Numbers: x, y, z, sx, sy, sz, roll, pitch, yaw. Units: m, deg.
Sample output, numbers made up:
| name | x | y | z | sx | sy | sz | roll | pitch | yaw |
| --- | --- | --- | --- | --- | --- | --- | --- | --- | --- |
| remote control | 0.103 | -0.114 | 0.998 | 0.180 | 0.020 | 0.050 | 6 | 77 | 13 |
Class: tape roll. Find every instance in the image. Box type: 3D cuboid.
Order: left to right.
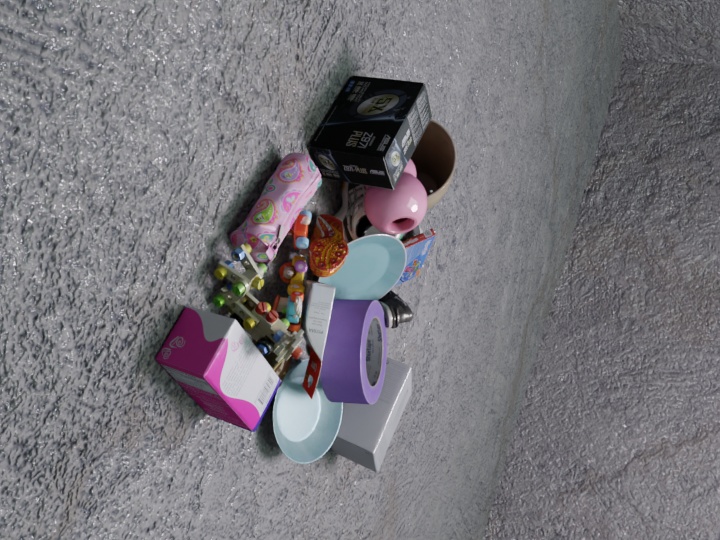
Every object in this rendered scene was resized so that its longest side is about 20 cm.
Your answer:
| name | x | y | z | sx | sy | sz | roll | pitch | yaw |
| --- | --- | --- | --- | --- | --- | --- | --- | --- | --- |
| tape roll | -0.011 | 0.158 | 1.551 | 0.200 | 0.084 | 0.203 | 2 | 90 | -74 |

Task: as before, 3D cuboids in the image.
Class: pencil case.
| name | x | y | z | sx | sy | sz | roll | pitch | yaw |
| --- | --- | --- | --- | --- | --- | --- | --- | --- | --- |
| pencil case | -0.137 | -0.103 | 1.332 | 0.201 | 0.086 | 0.088 | -62 | 150 | -31 |

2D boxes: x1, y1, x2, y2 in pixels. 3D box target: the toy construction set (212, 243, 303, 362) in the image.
| name | x | y | z | sx | sy | sz | roll | pitch | yaw |
| --- | --- | --- | --- | --- | --- | --- | --- | --- | --- |
| toy construction set | -0.158 | 0.066 | 1.272 | 0.092 | 0.201 | 0.131 | -26 | 162 | -44 |

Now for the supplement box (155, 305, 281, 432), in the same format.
| name | x | y | z | sx | sy | sz | roll | pitch | yaw |
| --- | --- | --- | --- | --- | --- | --- | --- | --- | --- |
| supplement box | -0.220 | 0.158 | 1.257 | 0.102 | 0.102 | 0.201 | -62 | 151 | -26 |

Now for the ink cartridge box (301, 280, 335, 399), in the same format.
| name | x | y | z | sx | sy | sz | roll | pitch | yaw |
| --- | --- | --- | --- | --- | --- | --- | --- | --- | --- |
| ink cartridge box | -0.095 | 0.121 | 1.452 | 0.160 | 0.047 | 0.203 | -175 | -83 | -80 |

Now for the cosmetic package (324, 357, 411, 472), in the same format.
| name | x | y | z | sx | sy | sz | roll | pitch | yaw |
| --- | --- | --- | --- | --- | --- | --- | --- | --- | --- |
| cosmetic package | 0.020 | 0.307 | 1.729 | 0.200 | 0.121 | 0.202 | 82 | 30 | -64 |

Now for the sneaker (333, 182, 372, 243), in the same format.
| name | x | y | z | sx | sy | sz | roll | pitch | yaw |
| --- | --- | --- | --- | --- | --- | --- | --- | --- | --- |
| sneaker | 0.004 | -0.131 | 1.600 | 0.076 | 0.087 | 0.203 | 31 | 71 | -61 |

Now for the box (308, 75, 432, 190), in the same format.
| name | x | y | z | sx | sy | sz | roll | pitch | yaw |
| --- | --- | --- | --- | --- | --- | --- | --- | --- | --- |
| box | 0.021 | -0.263 | 1.492 | 0.201 | 0.162 | 0.087 | -62 | 150 | -28 |

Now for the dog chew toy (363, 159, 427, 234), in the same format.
| name | x | y | z | sx | sy | sz | roll | pitch | yaw |
| --- | --- | --- | --- | --- | --- | --- | --- | --- | --- |
| dog chew toy | 0.058 | -0.174 | 1.540 | 0.125 | 0.123 | 0.202 | 44 | 31 | -60 |

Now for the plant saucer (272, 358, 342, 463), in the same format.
| name | x | y | z | sx | sy | sz | roll | pitch | yaw |
| --- | --- | --- | --- | --- | --- | --- | --- | --- | --- |
| plant saucer | -0.112 | 0.274 | 1.560 | 0.200 | 0.038 | 0.204 | 0 | 90 | -50 |

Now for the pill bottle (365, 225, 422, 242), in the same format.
| name | x | y | z | sx | sy | sz | roll | pitch | yaw |
| --- | --- | --- | --- | --- | --- | --- | --- | --- | --- |
| pill bottle | 0.067 | -0.080 | 1.714 | 0.200 | 0.112 | 0.115 | 22 | 81 | -68 |

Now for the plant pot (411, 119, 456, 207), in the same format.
| name | x | y | z | sx | sy | sz | roll | pitch | yaw |
| --- | --- | --- | --- | --- | --- | --- | --- | --- | --- |
| plant pot | 0.120 | -0.206 | 1.728 | 0.200 | 0.185 | 0.190 | 60 | 47 | -73 |

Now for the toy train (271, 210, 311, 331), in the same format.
| name | x | y | z | sx | sy | sz | roll | pitch | yaw |
| --- | --- | --- | --- | --- | --- | --- | --- | --- | --- |
| toy train | -0.123 | 0.002 | 1.395 | 0.151 | 0.055 | 0.203 | 100 | -5 | -61 |

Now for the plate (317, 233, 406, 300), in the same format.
| name | x | y | z | sx | sy | sz | roll | pitch | yaw |
| --- | --- | --- | --- | --- | --- | --- | --- | --- | --- |
| plate | 0.000 | 0.000 | 1.583 | 0.198 | 0.026 | 0.202 | -19 | 139 | -18 |

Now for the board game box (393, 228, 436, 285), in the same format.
| name | x | y | z | sx | sy | sz | roll | pitch | yaw |
| --- | --- | --- | --- | --- | --- | --- | --- | --- | --- |
| board game box | 0.097 | -0.019 | 1.708 | 0.102 | 0.020 | 0.201 | -23 | 160 | -17 |

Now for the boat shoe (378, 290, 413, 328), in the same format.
| name | x | y | z | sx | sy | sz | roll | pitch | yaw |
| --- | --- | --- | --- | --- | --- | --- | --- | --- | --- |
| boat shoe | 0.058 | 0.074 | 1.700 | 0.200 | 0.056 | 0.068 | -132 | -142 | -67 |

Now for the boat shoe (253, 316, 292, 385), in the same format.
| name | x | y | z | sx | sy | sz | roll | pitch | yaw |
| --- | --- | --- | --- | --- | --- | --- | --- | --- | --- |
| boat shoe | -0.166 | 0.174 | 1.415 | 0.201 | 0.071 | 0.068 | -59 | 155 | -23 |

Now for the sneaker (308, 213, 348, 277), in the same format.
| name | x | y | z | sx | sy | sz | roll | pitch | yaw |
| --- | --- | --- | --- | --- | --- | --- | --- | --- | --- |
| sneaker | -0.061 | -0.031 | 1.451 | 0.201 | 0.072 | 0.078 | -84 | -169 | -64 |
